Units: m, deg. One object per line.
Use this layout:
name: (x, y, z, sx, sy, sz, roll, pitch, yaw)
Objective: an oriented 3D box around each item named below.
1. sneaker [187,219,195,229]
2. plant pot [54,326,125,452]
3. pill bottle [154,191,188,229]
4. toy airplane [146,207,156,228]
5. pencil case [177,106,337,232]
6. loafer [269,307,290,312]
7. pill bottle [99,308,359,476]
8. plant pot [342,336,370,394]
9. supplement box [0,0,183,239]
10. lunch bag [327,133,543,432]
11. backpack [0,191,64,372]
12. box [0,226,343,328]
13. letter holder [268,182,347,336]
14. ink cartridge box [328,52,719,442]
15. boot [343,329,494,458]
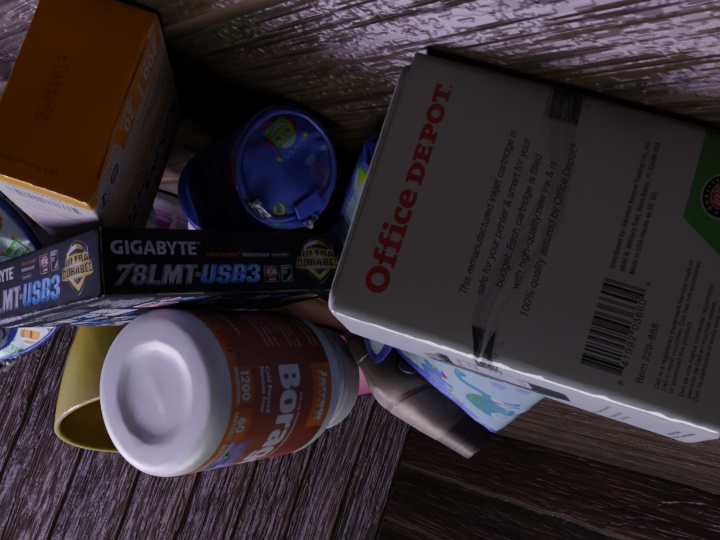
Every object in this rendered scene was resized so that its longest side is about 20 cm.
sneaker: (-0.120, -0.062, 0.922, 0.072, 0.085, 0.200, -10, -173, 3)
plant pot: (-0.185, 0.073, 0.908, 0.198, 0.143, 0.200, -8, 156, -3)
pill bottle: (-0.249, 0.016, 1.134, 0.111, 0.201, 0.112, 18, 170, 3)
toy airplane: (-0.279, -0.087, 0.906, 0.201, 0.141, 0.199, 55, 146, -9)
pencil case: (-0.080, -0.065, 0.731, 0.087, 0.078, 0.200, 65, 159, -8)
loafer: (-0.080, 0.067, 0.968, 0.200, 0.076, 0.068, 49, -173, 19)
pill bottle: (-0.086, 0.085, 0.723, 0.111, 0.113, 0.200, 13, -176, 31)
plant pot: (-0.056, 0.096, 1.301, 0.178, 0.202, 0.200, -2, 163, 21)
supplement box: (-0.179, -0.090, 0.658, 0.073, 0.127, 0.200, 18, 171, -3)
lunch bag: (0.066, 0.005, 0.683, 0.200, 0.128, 0.170, 40, 158, 6)
backpack: (-0.325, -0.003, 0.801, 0.189, 0.154, 0.201, -25, 114, 17)
box: (-0.146, 0.009, 0.704, 0.197, 0.050, 0.199, -1, 172, -42)
letter holder: (0.000, 0.000, 0.889, 0.141, 0.101, 0.200, 12, 168, 27)
ink cartridge box: (0.100, -0.012, 0.509, 0.199, 0.147, 0.084, 18, 171, 10)
boot: (0.082, 0.060, 0.819, 0.146, 0.200, 0.070, 47, 132, 7)
